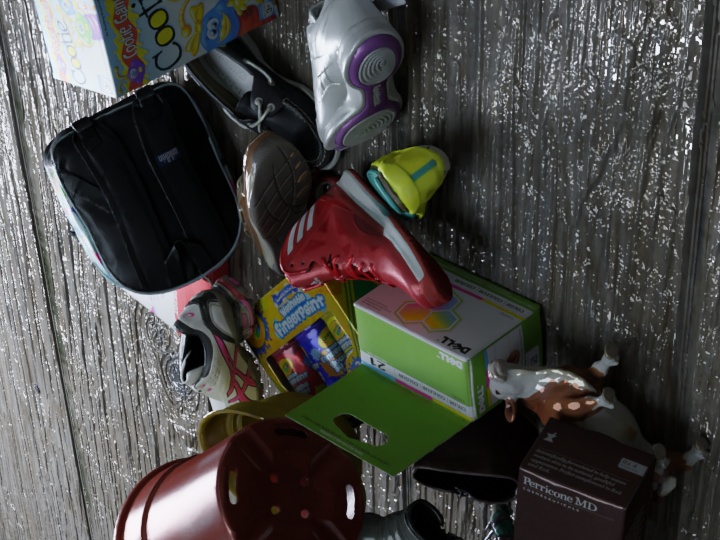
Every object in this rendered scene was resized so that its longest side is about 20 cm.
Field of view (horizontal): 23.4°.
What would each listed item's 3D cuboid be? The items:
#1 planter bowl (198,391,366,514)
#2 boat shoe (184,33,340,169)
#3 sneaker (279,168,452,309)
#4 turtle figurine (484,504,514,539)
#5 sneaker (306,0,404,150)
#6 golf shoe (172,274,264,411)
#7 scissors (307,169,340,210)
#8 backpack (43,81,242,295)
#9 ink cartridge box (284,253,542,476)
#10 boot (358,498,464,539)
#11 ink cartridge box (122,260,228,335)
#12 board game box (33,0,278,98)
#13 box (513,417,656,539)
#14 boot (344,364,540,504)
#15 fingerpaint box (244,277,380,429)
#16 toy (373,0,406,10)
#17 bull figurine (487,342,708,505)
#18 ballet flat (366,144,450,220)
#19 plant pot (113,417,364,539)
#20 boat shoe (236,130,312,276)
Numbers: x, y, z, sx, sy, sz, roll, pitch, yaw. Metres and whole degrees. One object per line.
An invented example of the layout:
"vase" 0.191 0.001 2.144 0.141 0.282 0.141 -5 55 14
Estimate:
"planter bowl" -0.060 0.184 1.763 0.200 0.084 0.201 25 144 19
"boat shoe" -0.101 -0.168 1.680 0.200 0.060 0.074 49 129 14
"sneaker" 0.000 0.000 1.600 0.078 0.115 0.200 46 -176 -38
"turtle figurine" 0.174 0.294 1.675 0.150 0.101 0.200 49 138 3
"sneaker" -0.008 -0.183 1.549 0.100 0.075 0.200 61 160 22
"golf shoe" -0.156 0.099 1.820 0.072 0.092 0.201 33 144 35
"scissors" -0.066 -0.065 1.772 0.073 0.014 0.200 53 148 3
"backpack" -0.222 -0.076 1.818 0.201 0.177 0.151 62 166 -4
"ink cartridge box" 0.047 0.083 1.570 0.147 0.200 0.076 26 135 39
"boot" 0.067 0.302 1.665 0.130 0.068 0.200 -13 124 46
"ink cartridge box" -0.209 -0.007 1.952 0.200 0.067 0.117 35 141 31
"board game box" -0.188 -0.252 1.608 0.103 0.200 0.105 21 132 42
"box" 0.190 0.232 1.503 0.100 0.075 0.201 19 133 22
"boot" 0.064 0.144 1.584 0.199 0.166 0.073 12 109 10
"fingerpaint box" -0.026 0.075 1.774 0.167 0.073 0.200 57 147 2
"toy" -0.034 -0.310 1.487 0.200 0.047 0.115 47 165 -17
"bull figurine" 0.203 0.128 1.505 0.200 0.065 0.121 41 148 -11
"ballet flat" 0.048 -0.083 1.545 0.067 0.067 0.200 51 -179 -2
"plant pot" -0.103 0.238 1.624 0.201 0.200 0.195 55 142 5
"boat shoe" -0.093 -0.071 1.697 0.072 0.076 0.200 44 158 26
